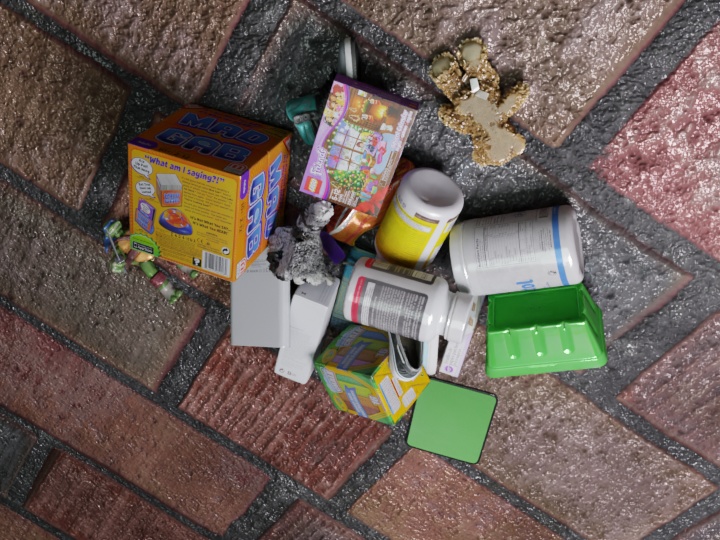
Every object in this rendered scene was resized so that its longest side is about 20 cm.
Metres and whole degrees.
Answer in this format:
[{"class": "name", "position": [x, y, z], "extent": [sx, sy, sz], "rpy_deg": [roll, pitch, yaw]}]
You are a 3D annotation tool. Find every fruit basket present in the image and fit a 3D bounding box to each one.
[{"class": "fruit basket", "position": [0.316, 0.122, 1.375], "extent": [0.215, 0.156, 0.216], "rpy_deg": [5, 135, 5]}]

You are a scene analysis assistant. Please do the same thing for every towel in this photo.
[{"class": "towel", "position": [0.029, 0.051, 1.516], "extent": [0.146, 0.022, 0.200], "rpy_deg": [21, 126, 5]}]

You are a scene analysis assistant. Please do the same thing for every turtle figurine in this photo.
[{"class": "turtle figurine", "position": [-0.394, -0.038, 1.512], "extent": [0.194, 0.144, 0.200], "rpy_deg": [41, 127, -15]}]

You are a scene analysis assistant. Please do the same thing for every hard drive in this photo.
[{"class": "hard drive", "position": [-0.187, 0.040, 1.491], "extent": [0.132, 0.026, 0.200], "rpy_deg": [-1, 90, 34]}]

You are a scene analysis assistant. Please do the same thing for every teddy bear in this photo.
[{"class": "teddy bear", "position": [0.188, -0.263, 1.255], "extent": [0.200, 0.067, 0.145], "rpy_deg": [45, 113, -5]}]

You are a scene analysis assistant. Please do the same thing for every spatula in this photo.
[{"class": "spatula", "position": [0.000, 0.000, 1.459], "extent": [0.200, 0.021, 0.057], "rpy_deg": [38, 153, -7]}]

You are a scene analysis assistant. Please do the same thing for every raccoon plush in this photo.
[{"class": "raccoon plush", "position": [-0.068, -0.034, 1.396], "extent": [0.134, 0.097, 0.200], "rpy_deg": [9, 152, -40]}]

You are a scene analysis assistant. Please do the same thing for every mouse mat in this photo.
[{"class": "mouse mat", "position": [0.183, 0.308, 1.637], "extent": [0.161, 0.008, 0.200], "rpy_deg": [15, 125, 8]}]

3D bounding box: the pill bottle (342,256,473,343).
[{"class": "pill bottle", "position": [0.080, 0.054, 1.322], "extent": [0.200, 0.111, 0.111], "rpy_deg": [16, 124, 11]}]

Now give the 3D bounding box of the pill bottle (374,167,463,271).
[{"class": "pill bottle", "position": [0.090, -0.070, 1.355], "extent": [0.109, 0.109, 0.200], "rpy_deg": [25, 137, 0]}]

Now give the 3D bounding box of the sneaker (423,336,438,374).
[{"class": "sneaker", "position": [0.103, 0.116, 1.494], "extent": [0.082, 0.074, 0.200], "rpy_deg": [-1, 121, 1]}]

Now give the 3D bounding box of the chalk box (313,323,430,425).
[{"class": "chalk box", "position": [0.004, 0.188, 1.507], "extent": [0.200, 0.124, 0.125], "rpy_deg": [5, 130, 44]}]

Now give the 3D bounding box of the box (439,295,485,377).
[{"class": "box", "position": [0.190, 0.109, 1.491], "extent": [0.039, 0.041, 0.200], "rpy_deg": [17, 123, 6]}]

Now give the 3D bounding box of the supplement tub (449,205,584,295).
[{"class": "supplement tub", "position": [0.260, -0.031, 1.329], "extent": [0.200, 0.132, 0.132], "rpy_deg": [-8, 118, 22]}]

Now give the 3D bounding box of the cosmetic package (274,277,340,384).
[{"class": "cosmetic package", "position": [-0.102, 0.108, 1.541], "extent": [0.074, 0.102, 0.200], "rpy_deg": [20, 126, 2]}]

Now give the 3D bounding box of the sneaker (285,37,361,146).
[{"class": "sneaker", "position": [-0.061, -0.281, 1.302], "extent": [0.121, 0.084, 0.200], "rpy_deg": [4, 123, 3]}]

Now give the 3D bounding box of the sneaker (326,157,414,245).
[{"class": "sneaker", "position": [0.025, -0.122, 1.391], "extent": [0.077, 0.073, 0.200], "rpy_deg": [26, 128, -36]}]

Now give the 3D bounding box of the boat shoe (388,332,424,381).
[{"class": "boat shoe", "position": [0.083, 0.091, 1.407], "extent": [0.072, 0.200, 0.071], "rpy_deg": [0, 160, -27]}]

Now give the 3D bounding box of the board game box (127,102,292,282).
[{"class": "board game box", "position": [-0.253, -0.137, 1.362], "extent": [0.200, 0.200, 0.200], "rpy_deg": [18, 125, 12]}]

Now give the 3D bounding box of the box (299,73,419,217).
[{"class": "box", "position": [-0.004, -0.195, 1.275], "extent": [0.137, 0.039, 0.200], "rpy_deg": [19, 122, -3]}]
